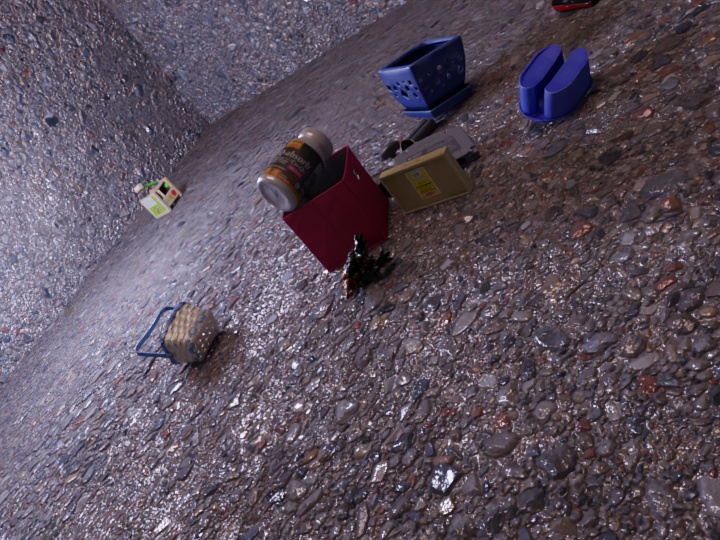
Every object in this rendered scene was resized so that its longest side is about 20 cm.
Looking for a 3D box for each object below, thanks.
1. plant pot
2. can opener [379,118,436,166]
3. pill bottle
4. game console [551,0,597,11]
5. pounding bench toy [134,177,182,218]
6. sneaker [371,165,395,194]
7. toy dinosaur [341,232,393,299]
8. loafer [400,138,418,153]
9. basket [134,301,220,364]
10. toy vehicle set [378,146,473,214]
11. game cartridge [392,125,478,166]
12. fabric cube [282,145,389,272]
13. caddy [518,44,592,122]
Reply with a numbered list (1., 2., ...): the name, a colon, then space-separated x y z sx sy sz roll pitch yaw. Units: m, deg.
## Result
1. plant pot: 0.203 -0.567 1.880 0.199 0.181 0.200 -37 26 -15
2. can opener: 0.142 -0.379 1.843 0.200 0.067 0.052 -44 29 -16
3. pill bottle: -0.157 -0.253 1.555 0.116 0.117 0.201 -2 48 50
4. game console: 0.678 -0.842 1.855 0.200 0.031 0.177 -46 28 -7
5. pounding bench toy: -1.042 -0.403 3.226 0.123 0.200 0.157 -20 35 35
6. sneaker: 0.047 -0.236 1.761 0.198 0.076 0.091 -17 29 23
7. toy dinosaur: 0.000 0.000 1.474 0.136 0.101 0.201 -50 34 36
8. loafer: 0.151 -0.304 1.709 0.076 0.068 0.200 -41 30 1
9. basket: -0.513 0.178 1.769 0.198 0.140 0.177 8 47 17
10. toy vehicle set: 0.156 -0.212 1.516 0.199 0.124 0.027 -15 37 40
11. game cartridge: 0.189 -0.292 1.615 0.198 0.041 0.134 -25 50 3
12. fabric cube: -0.057 -0.160 1.633 0.199 0.200 0.197 -29 29 22
13. caddy: 0.456 -0.433 1.478 0.141 0.105 0.201 24 66 36
